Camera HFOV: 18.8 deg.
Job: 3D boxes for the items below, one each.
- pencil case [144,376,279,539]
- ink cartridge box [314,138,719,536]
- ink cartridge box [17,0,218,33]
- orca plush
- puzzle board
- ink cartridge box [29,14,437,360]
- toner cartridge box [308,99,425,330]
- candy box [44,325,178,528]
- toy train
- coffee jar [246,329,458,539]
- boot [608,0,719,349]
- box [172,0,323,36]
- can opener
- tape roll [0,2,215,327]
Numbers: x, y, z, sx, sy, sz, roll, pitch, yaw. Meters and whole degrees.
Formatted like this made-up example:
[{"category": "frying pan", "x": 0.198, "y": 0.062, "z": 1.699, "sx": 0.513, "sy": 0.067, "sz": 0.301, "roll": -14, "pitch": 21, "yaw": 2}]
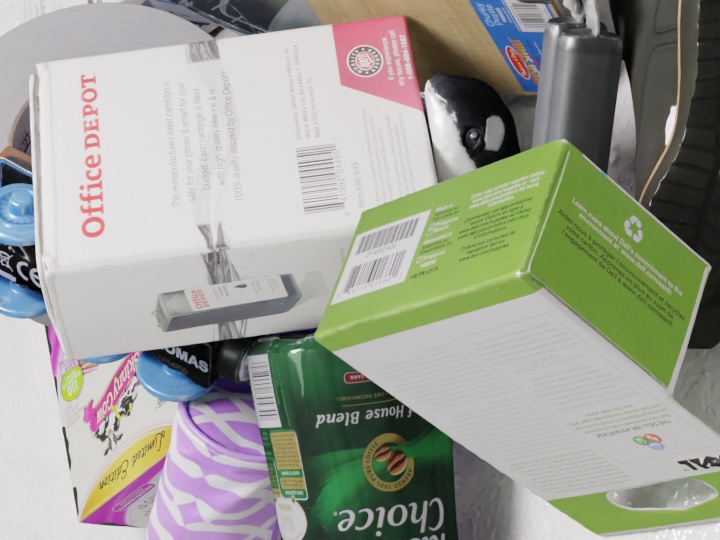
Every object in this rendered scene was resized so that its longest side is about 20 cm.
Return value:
[{"category": "pencil case", "x": -0.080, "y": 0.155, "z": 1.238, "sx": 0.085, "sy": 0.084, "sz": 0.200, "roll": 23, "pitch": 125, "yaw": 14}, {"category": "ink cartridge box", "x": 0.102, "y": 0.041, "z": 1.015, "sx": 0.148, "sy": 0.200, "sz": 0.076, "roll": -18, "pitch": 43, "yaw": 49}, {"category": "ink cartridge box", "x": -0.142, "y": -0.223, "z": 1.429, "sx": 0.200, "sy": 0.086, "sz": 0.147, "roll": -31, "pitch": 59, "yaw": 45}, {"category": "orca plush", "x": 0.077, "y": -0.008, "z": 1.127, "sx": 0.105, "sy": 0.071, "sz": 0.200, "roll": -102, "pitch": 5, "yaw": -79}, {"category": "puzzle board", "x": 0.026, "y": -0.156, "z": 1.108, "sx": 0.151, "sy": 0.200, "sz": 0.017, "roll": 5, "pitch": 59, "yaw": 34}, {"category": "ink cartridge box", "x": -0.065, "y": -0.043, "z": 1.118, "sx": 0.085, "sy": 0.200, "sz": 0.146, "roll": 87, "pitch": 176, "yaw": -51}, {"category": "toner cartridge box", "x": 0.000, "y": 0.000, "z": 1.239, "sx": 0.095, "sy": 0.043, "sz": 0.200, "roll": 41, "pitch": 113, "yaw": 47}, {"category": "candy box", "x": -0.138, "y": 0.046, "z": 1.383, "sx": 0.136, "sy": 0.061, "sz": 0.200, "roll": -39, "pitch": 54, "yaw": 38}, {"category": "toy train", "x": -0.125, "y": -0.006, "z": 1.210, "sx": 0.200, "sy": 0.114, "sz": 0.087, "roll": 26, "pitch": 137, "yaw": 19}, {"category": "coffee jar", "x": 0.004, "y": 0.128, "z": 1.136, "sx": 0.085, "sy": 0.104, "sz": 0.200, "roll": -8, "pitch": 89, "yaw": 64}, {"category": "boot", "x": 0.155, "y": -0.074, "z": 1.064, "sx": 0.138, "sy": 0.077, "sz": 0.200, "roll": -133, "pitch": 53, "yaw": -66}, {"category": "box", "x": -0.025, "y": -0.225, "z": 1.183, "sx": 0.200, "sy": 0.196, "sz": 0.124, "roll": -28, "pitch": 49, "yaw": 44}, {"category": "can opener", "x": 0.096, "y": -0.105, "z": 1.060, "sx": 0.053, "sy": 0.066, "sz": 0.200, "roll": -111, "pitch": 20, "yaw": -70}, {"category": "tape roll", "x": -0.157, "y": -0.063, "z": 1.327, "sx": 0.066, "sy": 0.200, "sz": 0.201, "roll": 82, "pitch": 174, "yaw": -63}]
